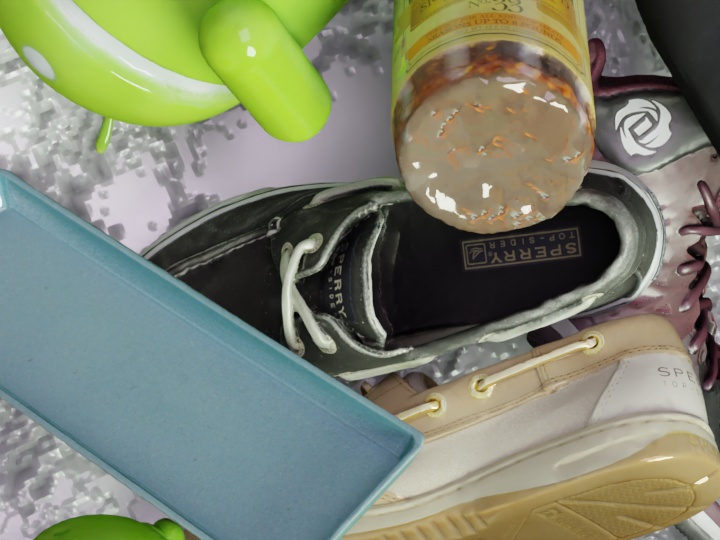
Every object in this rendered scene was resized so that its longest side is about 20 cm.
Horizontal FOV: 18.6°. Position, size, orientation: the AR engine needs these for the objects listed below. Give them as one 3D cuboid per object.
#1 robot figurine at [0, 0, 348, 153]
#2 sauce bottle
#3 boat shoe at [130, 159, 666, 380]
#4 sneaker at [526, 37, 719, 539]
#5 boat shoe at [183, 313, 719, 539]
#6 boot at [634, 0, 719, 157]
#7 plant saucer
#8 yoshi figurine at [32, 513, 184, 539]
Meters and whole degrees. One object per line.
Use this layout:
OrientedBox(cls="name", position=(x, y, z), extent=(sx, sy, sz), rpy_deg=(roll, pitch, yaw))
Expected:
OrientedBox(cls="robot figurine", position=(-0.047, -0.128, 0.721), extent=(0.115, 0.200, 0.176), rpy_deg=(-2, 58, -48))
OrientedBox(cls="sauce bottle", position=(0.041, -0.094, 0.733), extent=(0.066, 0.200, 0.066), rpy_deg=(-1, 128, -1))
OrientedBox(cls="boat shoe", position=(0.000, 0.000, 0.734), extent=(0.199, 0.064, 0.071), rpy_deg=(-13, 90, 18))
OrientedBox(cls="sneaker", position=(0.118, 0.005, 0.773), extent=(0.115, 0.076, 0.200), rpy_deg=(-38, 93, 8))
OrientedBox(cls="boat shoe", position=(0.026, 0.067, 0.744), extent=(0.199, 0.074, 0.070), rpy_deg=(-17, 57, 23))
OrientedBox(cls="boot", position=(0.169, -0.105, 0.718), extent=(0.165, 0.066, 0.201), rpy_deg=(-37, 57, 18))
OrientedBox(cls="plant saucer", position=(-0.074, 0.034, 0.719), extent=(0.200, 0.019, 0.070), rpy_deg=(30, 63, 30))
OrientedBox(cls="yoshi figurine", position=(-0.043, 0.130, 0.675), extent=(0.199, 0.112, 0.113), rpy_deg=(19, 65, -39))
